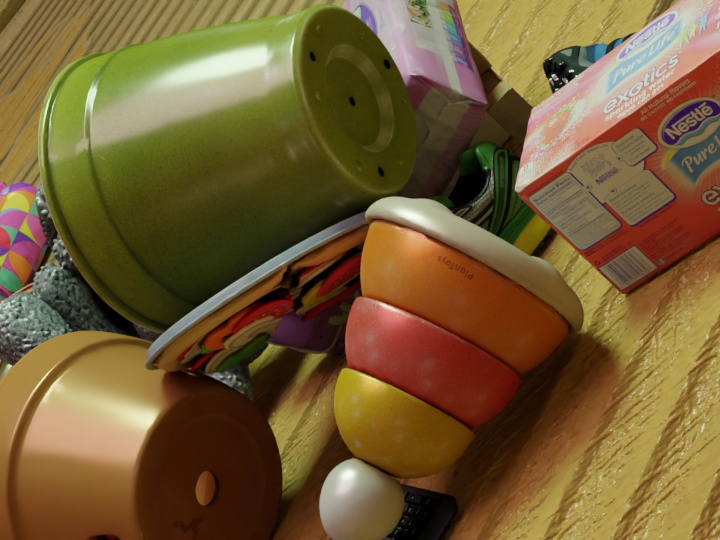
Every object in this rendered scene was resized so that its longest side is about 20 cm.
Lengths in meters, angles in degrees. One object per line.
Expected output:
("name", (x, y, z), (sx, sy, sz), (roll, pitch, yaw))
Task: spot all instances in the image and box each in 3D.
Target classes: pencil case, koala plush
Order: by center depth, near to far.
("koala plush", (-0.150, 0.028, 1.566), (0.199, 0.184, 0.179), (9, 72, 23))
("pencil case", (-0.413, -0.019, 2.340), (0.088, 0.088, 0.201), (-37, 24, 30))

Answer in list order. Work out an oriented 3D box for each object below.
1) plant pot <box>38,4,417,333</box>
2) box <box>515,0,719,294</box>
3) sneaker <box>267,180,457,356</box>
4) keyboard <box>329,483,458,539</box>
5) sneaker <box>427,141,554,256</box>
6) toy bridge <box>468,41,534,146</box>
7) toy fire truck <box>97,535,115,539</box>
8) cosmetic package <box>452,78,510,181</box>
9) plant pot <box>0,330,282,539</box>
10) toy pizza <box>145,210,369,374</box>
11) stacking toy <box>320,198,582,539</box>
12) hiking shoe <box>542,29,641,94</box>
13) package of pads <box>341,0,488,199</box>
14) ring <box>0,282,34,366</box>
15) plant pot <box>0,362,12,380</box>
("plant pot", (-0.074, -0.081, 1.320), (0.192, 0.201, 0.201), (-20, 33, 33))
("box", (0.199, -0.091, 1.186), (0.200, 0.103, 0.095), (-36, 24, 33))
("sneaker", (0.000, 0.000, 1.487), (0.199, 0.115, 0.073), (-12, 13, 6))
("keyboard", (-0.025, 0.208, 1.206), (0.201, 0.040, 0.104), (-55, 22, -19))
("sneaker", (0.050, 0.001, 1.352), (0.201, 0.085, 0.078), (-56, 21, -17))
("toy bridge", (0.116, -0.105, 1.424), (0.027, 0.067, 0.200), (-46, 32, 7))
("toy fire truck", (-0.267, 0.201, 1.567), (0.049, 0.141, 0.201), (-13, 41, 58))
("cosmetic package", (0.035, -0.068, 1.555), (0.200, 0.051, 0.083), (-48, 19, 3))
("plant pot", (-0.147, 0.144, 1.385), (0.139, 0.200, 0.201), (1, 51, 43))
("toy pizza", (-0.050, 0.020, 1.316), (0.199, 0.032, 0.200), (-31, -6, -4))
("stacking toy", (0.029, 0.070, 1.198), (0.201, 0.146, 0.146), (-61, 22, -7))
("hiking shoe", (0.189, -0.126, 1.343), (0.086, 0.075, 0.200), (-23, 10, -13))
("package of pads", (0.026, -0.130, 1.439), (0.121, 0.075, 0.201), (-57, 24, 27))
("ring", (-0.251, 0.102, 1.711), (0.201, 0.200, 0.019), (-48, -22, 3))
("plant pot", (-0.265, 0.083, 1.842), (0.201, 0.093, 0.201), (-42, 22, 21))
